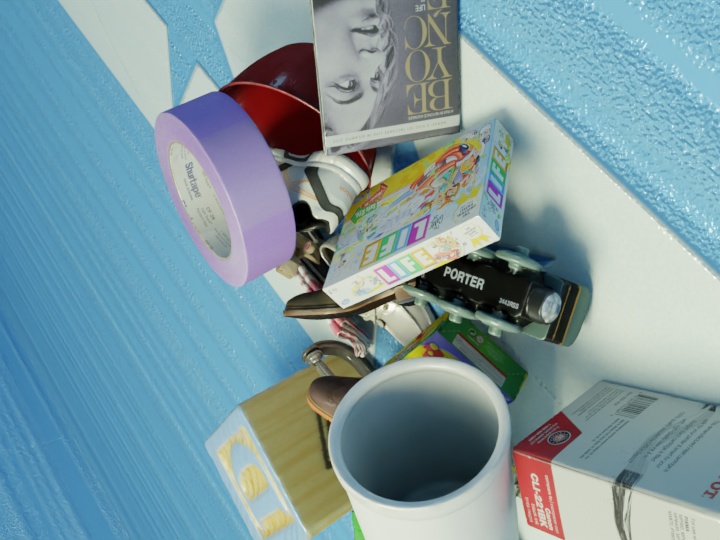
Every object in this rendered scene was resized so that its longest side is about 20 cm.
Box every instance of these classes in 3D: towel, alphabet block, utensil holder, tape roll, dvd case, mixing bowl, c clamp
[{"bbox_3d":[-0.064,0.023,1.022,0.201,0.030,0.146,51,180,22],"label":"towel"},{"bbox_3d":[-0.076,0.261,1.099,0.199,0.198,0.195,59,144,10],"label":"alphabet block"},{"bbox_3d":[0.071,0.215,0.753,0.169,0.169,0.203,29,147,41],"label":"utensil holder"},{"bbox_3d":[-0.150,-0.087,0.840,0.200,0.065,0.203,44,149,35],"label":"tape roll"},{"bbox_3d":[0.026,-0.221,0.736,0.016,0.145,0.204,-129,31,-60],"label":"dvd case"},{"bbox_3d":[-0.055,-0.180,0.864,0.197,0.110,0.201,24,159,10],"label":"mixing bowl"},{"bbox_3d":[-0.009,0.151,0.986,0.200,0.169,0.027,48,116,39],"label":"c clamp"}]

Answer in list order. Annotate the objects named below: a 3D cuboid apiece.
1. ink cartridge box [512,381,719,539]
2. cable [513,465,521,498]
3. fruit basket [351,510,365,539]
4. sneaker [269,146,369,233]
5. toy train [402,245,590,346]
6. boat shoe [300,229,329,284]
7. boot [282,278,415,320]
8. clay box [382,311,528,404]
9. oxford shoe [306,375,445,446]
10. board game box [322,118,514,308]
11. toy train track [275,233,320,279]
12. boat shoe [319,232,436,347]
[{"bbox_3d":[0.253,0.177,0.651,0.198,0.143,0.086,5,114,52],"label":"ink cartridge box"},{"bbox_3d":[0.118,0.219,0.915,0.198,0.050,0.098,33,159,24],"label":"cable"},{"bbox_3d":[0.093,0.310,0.946,0.154,0.213,0.220,-3,107,53],"label":"fruit basket"},{"bbox_3d":[-0.082,-0.087,0.851,0.198,0.081,0.074,7,154,48],"label":"sneaker"},{"bbox_3d":[0.128,0.016,0.759,0.198,0.113,0.087,21,92,50],"label":"toy train"},{"bbox_3d":[-0.068,-0.049,1.035,0.201,0.057,0.067,51,-178,17],"label":"boat shoe"},{"bbox_3d":[0.000,0.000,0.891,0.075,0.195,0.099,32,-131,-78],"label":"boot"},{"bbox_3d":[0.092,0.134,0.900,0.114,0.048,0.200,40,142,0],"label":"clay box"},{"bbox_3d":[0.024,0.139,0.875,0.196,0.072,0.074,5,128,25],"label":"oxford shoe"},{"bbox_3d":[0.056,-0.053,0.758,0.198,0.136,0.034,-25,126,38],"label":"board game box"},{"bbox_3d":[-0.081,-0.083,0.966,0.032,0.114,0.203,-29,45,34],"label":"toy train track"},{"bbox_3d":[0.019,0.035,0.954,0.200,0.069,0.071,49,138,22],"label":"boat shoe"}]
